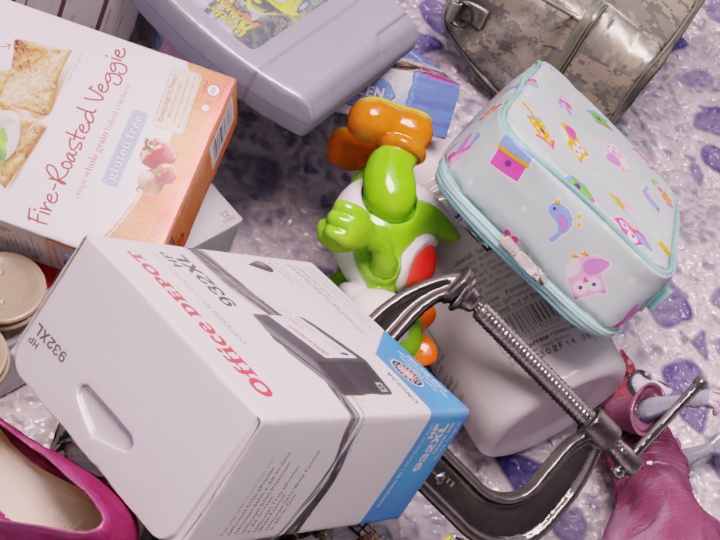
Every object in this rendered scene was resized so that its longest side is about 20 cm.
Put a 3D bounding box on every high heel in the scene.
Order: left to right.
[{"bbox_3d":[-0.192,0.092,0.733,0.200,0.096,0.067,36,65,15],"label":"high heel"}]

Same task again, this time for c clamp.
[{"bbox_3d":[0.090,0.075,0.923,0.200,0.027,0.171,39,80,-10],"label":"c clamp"}]

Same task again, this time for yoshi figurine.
[{"bbox_3d":[-0.014,-0.003,0.955,0.112,0.112,0.201,26,64,-51],"label":"yoshi figurine"}]

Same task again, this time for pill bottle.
[{"bbox_3d":[0.084,0.015,1.028,0.114,0.114,0.200,-16,66,-32],"label":"pill bottle"}]

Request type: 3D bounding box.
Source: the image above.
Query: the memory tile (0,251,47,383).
[{"bbox_3d":[-0.273,0.052,0.821,0.153,0.017,0.200,18,54,4],"label":"memory tile"}]

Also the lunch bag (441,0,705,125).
[{"bbox_3d":[0.172,-0.216,1.211,0.168,0.139,0.200,37,50,2],"label":"lunch bag"}]

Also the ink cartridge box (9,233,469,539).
[{"bbox_3d":[-0.058,0.061,0.792,0.145,0.084,0.200,43,19,27],"label":"ink cartridge box"}]

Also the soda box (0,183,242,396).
[{"bbox_3d":[-0.173,0.004,0.945,0.200,0.068,0.064,-31,72,-37],"label":"soda box"}]

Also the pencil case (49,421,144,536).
[{"bbox_3d":[-0.145,0.112,0.870,0.078,0.089,0.201,28,50,-14],"label":"pencil case"}]

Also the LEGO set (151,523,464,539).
[{"bbox_3d":[-0.021,0.153,0.881,0.154,0.116,0.200,-30,74,-37],"label":"LEGO set"}]

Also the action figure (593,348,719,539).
[{"bbox_3d":[0.195,0.146,1.023,0.148,0.134,0.200,-26,48,9],"label":"action figure"}]

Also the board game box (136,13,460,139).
[{"bbox_3d":[-0.052,-0.156,1.058,0.198,0.044,0.200,10,16,-18],"label":"board game box"}]

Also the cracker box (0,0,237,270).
[{"bbox_3d":[-0.188,-0.079,0.894,0.199,0.058,0.134,19,69,4],"label":"cracker box"}]

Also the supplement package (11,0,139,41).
[{"bbox_3d":[-0.211,-0.224,1.028,0.110,0.156,0.201,10,55,-18],"label":"supplement package"}]

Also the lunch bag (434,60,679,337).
[{"bbox_3d":[0.133,-0.045,0.963,0.160,0.077,0.200,46,24,-4],"label":"lunch bag"}]

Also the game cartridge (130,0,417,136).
[{"bbox_3d":[-0.073,-0.181,0.944,0.200,0.041,0.133,44,56,6],"label":"game cartridge"}]
